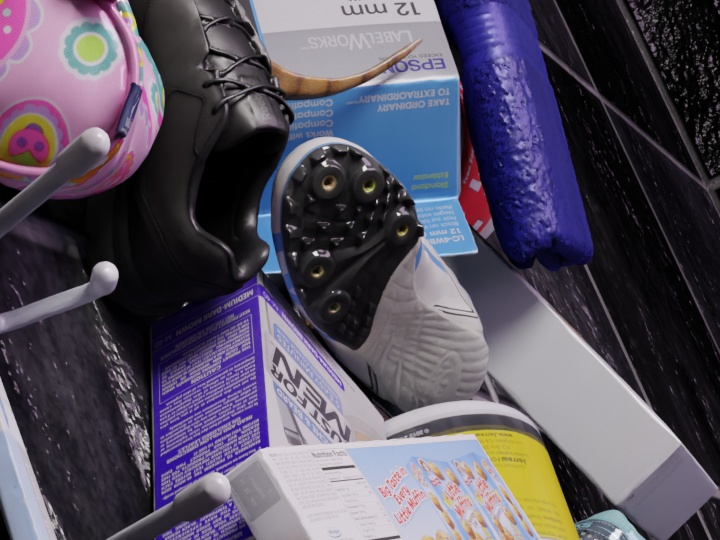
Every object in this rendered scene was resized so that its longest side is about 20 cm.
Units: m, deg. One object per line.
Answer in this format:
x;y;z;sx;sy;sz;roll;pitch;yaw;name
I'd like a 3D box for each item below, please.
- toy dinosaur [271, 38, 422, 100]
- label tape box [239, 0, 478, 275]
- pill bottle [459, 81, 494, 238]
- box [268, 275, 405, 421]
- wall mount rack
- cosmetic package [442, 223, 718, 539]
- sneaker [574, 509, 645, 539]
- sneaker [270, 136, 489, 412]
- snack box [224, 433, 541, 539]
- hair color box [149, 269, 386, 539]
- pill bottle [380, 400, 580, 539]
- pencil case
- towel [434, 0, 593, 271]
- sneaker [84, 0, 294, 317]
-0.070;-0.094;1.168;0.200;0.106;0.060;26;27;-35;toy dinosaur
-0.030;-0.093;1.259;0.066;0.143;0.200;98;-19;-47;label tape box
0.008;-0.069;1.421;0.112;0.112;0.200;66;15;15;pill bottle
0.007;0.061;1.311;0.200;0.046;0.159;45;22;-51;box
-0.094;0.043;0.857;0.174;0.074;0.200;95;-26;-76;wall mount rack
0.099;0.052;1.376;0.200;0.052;0.151;46;-1;20;cosmetic package
0.118;0.172;1.315;0.078;0.086;0.200;42;-10;10;sneaker
0.000;0.000;1.158;0.072;0.072;0.200;45;-7;35;sneaker
0.017;0.103;1.026;0.072;0.024;0.200;57;21;17;snack box
-0.033;0.103;1.063;0.109;0.065;0.200;51;19;-33;hair color box
0.056;0.167;1.157;0.112;0.112;0.200;42;25;-54;pill bottle
-0.115;-0.070;0.959;0.088;0.087;0.200;62;-3;0;pencil case
0.069;-0.097;1.331;0.148;0.049;0.200;17;58;-77;towel
-0.066;-0.082;1.086;0.076;0.091;0.200;-3;88;-41;sneaker
